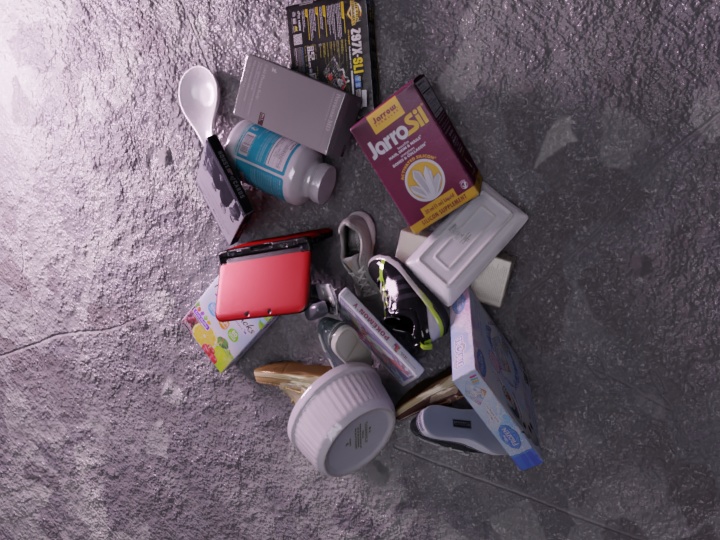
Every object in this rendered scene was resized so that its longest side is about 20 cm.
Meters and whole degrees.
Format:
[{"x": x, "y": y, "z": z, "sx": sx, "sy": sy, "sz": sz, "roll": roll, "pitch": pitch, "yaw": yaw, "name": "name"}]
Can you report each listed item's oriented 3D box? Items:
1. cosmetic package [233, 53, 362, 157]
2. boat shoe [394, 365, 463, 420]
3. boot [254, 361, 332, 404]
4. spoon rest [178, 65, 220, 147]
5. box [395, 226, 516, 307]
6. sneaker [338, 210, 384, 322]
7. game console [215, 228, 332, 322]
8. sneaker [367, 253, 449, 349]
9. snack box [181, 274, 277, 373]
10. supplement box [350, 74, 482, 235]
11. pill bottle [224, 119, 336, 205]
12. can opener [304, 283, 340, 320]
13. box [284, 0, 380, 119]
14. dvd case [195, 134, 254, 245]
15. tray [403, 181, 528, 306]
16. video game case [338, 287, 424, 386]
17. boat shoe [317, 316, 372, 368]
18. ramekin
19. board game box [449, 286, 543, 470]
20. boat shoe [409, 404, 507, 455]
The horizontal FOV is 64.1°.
[{"x": -0.106, "y": -0.278, "z": 0.975, "sx": 0.195, "sy": 0.090, "sz": 0.110, "roll": 25, "pitch": 106, "yaw": 19, "name": "cosmetic package"}, {"x": 0.143, "y": 0.231, "z": 1.032, "sx": 0.198, "sy": 0.072, "sz": 0.073, "roll": -36, "pitch": 90, "yaw": 23, "name": "boat shoe"}, {"x": -0.121, "y": 0.268, "z": 1.148, "sx": 0.193, "sy": 0.073, "sz": 0.162, "roll": 2, "pitch": 102, "yaw": 16, "name": "boot"}, {"x": -0.295, "y": -0.296, "z": 1.117, "sx": 0.097, "sy": 0.060, "sz": 0.206, "roll": -22, "pitch": 92, "yaw": 24, "name": "spoon rest"}, {"x": 0.158, "y": -0.009, "z": 0.978, "sx": 0.194, "sy": 0.068, "sz": 0.085, "roll": 19, "pitch": 107, "yaw": 19, "name": "box"}, {"x": 0.000, "y": 0.000, "z": 1.032, "sx": 0.074, "sy": 0.092, "sz": 0.207, "roll": -16, "pitch": 94, "yaw": 25, "name": "sneaker"}, {"x": -0.155, "y": 0.005, "z": 1.056, "sx": 0.193, "sy": 0.172, "sz": 0.123, "roll": -7, "pitch": 99, "yaw": 22, "name": "game console"}, {"x": 0.059, "y": 0.048, "z": 0.925, "sx": 0.199, "sy": 0.082, "sz": 0.073, "roll": 43, "pitch": 155, "yaw": 39, "name": "sneaker"}, {"x": -0.263, "y": 0.090, "z": 1.182, "sx": 0.143, "sy": 0.053, "sz": 0.200, "roll": 48, "pitch": 113, "yaw": 6, "name": "snack box"}, {"x": 0.095, "y": -0.187, "z": 0.929, "sx": 0.129, "sy": 0.104, "sz": 0.203, "roll": -30, "pitch": 102, "yaw": 25, "name": "supplement box"}, {"x": -0.143, "y": -0.190, "z": 1.045, "sx": 0.195, "sy": 0.110, "sz": 0.114, "roll": 25, "pitch": 109, "yaw": 16, "name": "pill bottle"}, {"x": -0.091, "y": 0.055, "z": 1.035, "sx": 0.199, "sy": 0.065, "sz": 0.055, "roll": -4, "pitch": 103, "yaw": 66, "name": "can opener"}, {"x": -0.047, "y": -0.364, "z": 1.006, "sx": 0.154, "sy": 0.049, "sz": 0.208, "roll": -2, "pitch": 100, "yaw": 20, "name": "box"}, {"x": -0.260, "y": -0.144, "z": 1.085, "sx": 0.154, "sy": 0.024, "sz": 0.199, "roll": 62, "pitch": 156, "yaw": 2, "name": "dvd case"}, {"x": 0.169, "y": -0.050, "z": 0.926, "sx": 0.107, "sy": 0.022, "sz": 0.200, "roll": 41, "pitch": 82, "yaw": 24, "name": "tray"}, {"x": 0.028, "y": 0.123, "z": 1.000, "sx": 0.023, "sy": 0.201, "sz": 0.182, "roll": -42, "pitch": 81, "yaw": -13, "name": "video game case"}, {"x": -0.028, "y": 0.150, "z": 1.048, "sx": 0.061, "sy": 0.202, "sz": 0.073, "roll": 28, "pitch": 67, "yaw": 31, "name": "boat shoe"}, {"x": -0.025, "y": 0.271, "z": 1.018, "sx": 0.094, "sy": 0.198, "sz": 0.207, "roll": 43, "pitch": 116, "yaw": 40, "name": "ramekin"}, {"x": 0.205, "y": 0.159, "z": 0.885, "sx": 0.043, "sy": 0.202, "sz": 0.201, "roll": -28, "pitch": 114, "yaw": 23, "name": "board game box"}, {"x": 0.179, "y": 0.285, "z": 1.003, "sx": 0.068, "sy": 0.193, "sz": 0.076, "roll": 129, "pitch": 146, "yaw": -55, "name": "boat shoe"}]
